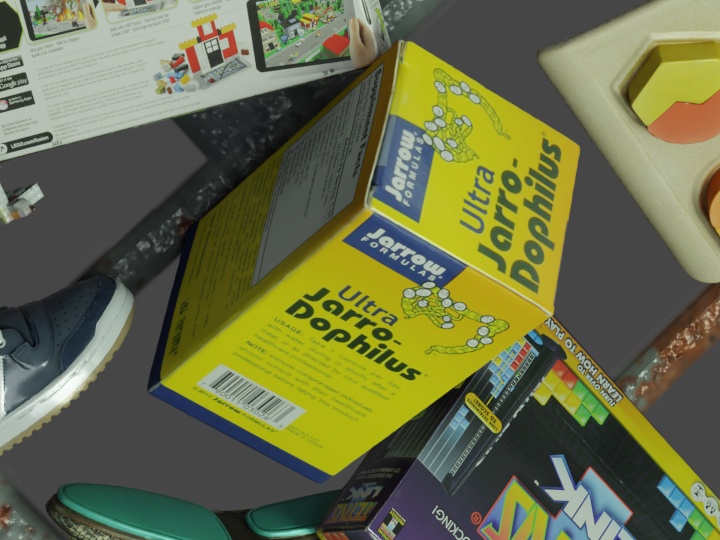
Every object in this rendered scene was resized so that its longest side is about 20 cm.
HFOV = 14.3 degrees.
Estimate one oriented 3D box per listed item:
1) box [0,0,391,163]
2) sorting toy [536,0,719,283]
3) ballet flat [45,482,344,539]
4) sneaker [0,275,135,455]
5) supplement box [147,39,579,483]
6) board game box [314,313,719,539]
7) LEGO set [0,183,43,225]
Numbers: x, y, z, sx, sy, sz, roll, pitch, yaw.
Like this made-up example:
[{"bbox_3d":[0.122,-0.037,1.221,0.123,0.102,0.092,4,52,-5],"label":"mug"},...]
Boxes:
[{"bbox_3d":[-0.095,-0.129,1.386,0.200,0.035,0.110,-13,100,11],"label":"box"},{"bbox_3d":[0.216,-0.081,1.468,0.200,0.037,0.185,-22,128,23],"label":"sorting toy"},{"bbox_3d":[-0.068,0.152,1.489,0.200,0.068,0.075,2,110,-22],"label":"ballet flat"},{"bbox_3d":[-0.214,0.044,1.414,0.200,0.070,0.109,-38,112,-4],"label":"sneaker"},{"bbox_3d":[0.000,0.000,1.394,0.109,0.200,0.109,29,49,-20],"label":"supplement box"},{"bbox_3d":[0.095,0.139,1.509,0.200,0.057,0.165,46,61,-21],"label":"board game box"},{"bbox_3d":[-0.240,-0.064,1.333,0.154,0.116,0.200,-31,104,-48],"label":"LEGO set"}]
